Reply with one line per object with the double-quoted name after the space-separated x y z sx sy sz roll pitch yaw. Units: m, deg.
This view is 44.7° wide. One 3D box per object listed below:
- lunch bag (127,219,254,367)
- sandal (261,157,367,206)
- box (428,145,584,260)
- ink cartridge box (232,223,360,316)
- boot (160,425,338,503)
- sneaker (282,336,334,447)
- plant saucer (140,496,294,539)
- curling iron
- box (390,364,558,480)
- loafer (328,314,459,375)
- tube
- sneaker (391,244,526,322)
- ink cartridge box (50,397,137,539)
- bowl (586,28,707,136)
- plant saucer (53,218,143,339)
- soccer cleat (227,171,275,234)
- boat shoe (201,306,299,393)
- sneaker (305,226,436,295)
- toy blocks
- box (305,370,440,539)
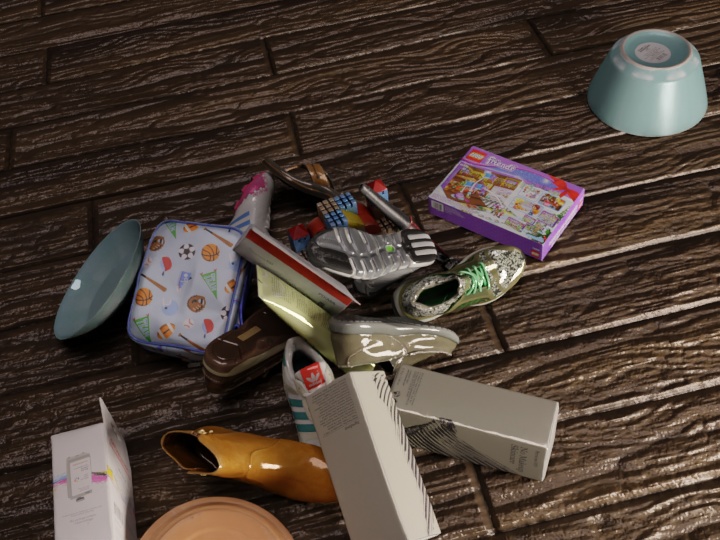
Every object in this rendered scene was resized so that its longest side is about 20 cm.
-0.230 0.033 1.222 0.159 0.076 0.201 8 72 6 "lunch bag"
-0.062 -0.136 1.368 0.199 0.082 0.055 25 86 22 "sandal"
0.223 -0.107 1.345 0.199 0.039 0.137 26 57 26 "box"
-0.087 0.004 1.119 0.162 0.200 0.057 34 94 -9 "ink cartridge box"
-0.122 0.229 1.017 0.200 0.144 0.071 12 86 25 "boot"
-0.055 0.169 1.100 0.070 0.094 0.200 -19 49 -10 "sneaker"
-0.158 0.344 0.965 0.199 0.032 0.201 7 52 -9 "plant saucer"
0.073 -0.061 1.237 0.026 0.200 0.050 -51 23 -4 "curling iron"
0.134 0.184 1.065 0.199 0.082 0.069 12 51 18 "box"
0.041 0.098 1.139 0.199 0.070 0.075 6 4 -32 "loafer"
-0.061 0.069 1.129 0.058 0.200 0.052 -4 51 54 "tube"
0.143 0.021 1.197 0.199 0.089 0.077 -24 91 -7 "sneaker"
-0.313 0.265 1.030 0.067 0.117 0.201 -14 48 -7 "ink cartridge box"
0.488 -0.329 1.467 0.199 0.105 0.202 -3 49 3 "bowl"
-0.364 0.020 1.255 0.201 0.039 0.202 -36 34 29 "plant saucer"
-0.165 -0.063 1.339 0.086 0.070 0.201 22 60 13 "soccer cleat"
-0.135 0.105 1.181 0.075 0.075 0.202 36 38 29 "boat shoe"
0.000 0.000 1.187 0.199 0.116 0.075 0 60 -32 "sneaker"
-0.024 -0.049 1.258 0.199 0.137 0.100 -23 50 -13 "toy blocks"
0.013 0.221 1.003 0.082 0.068 0.201 -32 68 33 "box"
